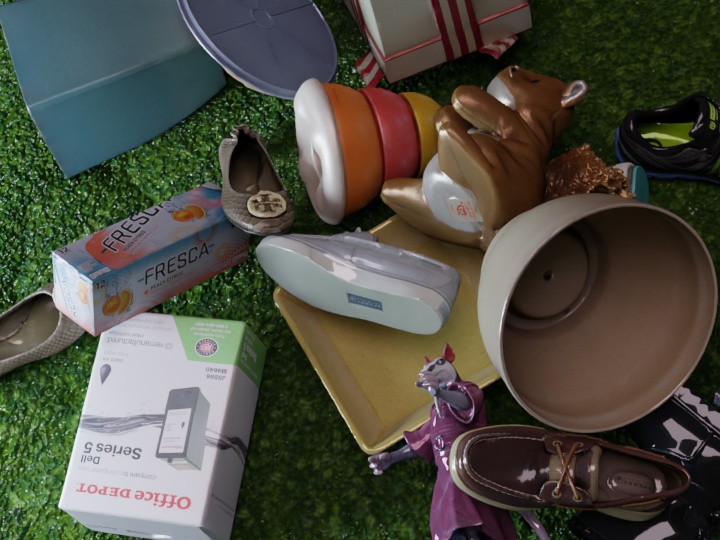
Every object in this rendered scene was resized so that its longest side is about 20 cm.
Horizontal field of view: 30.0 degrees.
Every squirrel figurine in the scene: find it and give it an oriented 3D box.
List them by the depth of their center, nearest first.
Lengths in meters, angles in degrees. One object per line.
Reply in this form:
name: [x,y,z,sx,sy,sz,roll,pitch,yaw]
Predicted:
squirrel figurine: [0.157,-0.099,1.273,0.200,0.142,0.187,41,55,5]

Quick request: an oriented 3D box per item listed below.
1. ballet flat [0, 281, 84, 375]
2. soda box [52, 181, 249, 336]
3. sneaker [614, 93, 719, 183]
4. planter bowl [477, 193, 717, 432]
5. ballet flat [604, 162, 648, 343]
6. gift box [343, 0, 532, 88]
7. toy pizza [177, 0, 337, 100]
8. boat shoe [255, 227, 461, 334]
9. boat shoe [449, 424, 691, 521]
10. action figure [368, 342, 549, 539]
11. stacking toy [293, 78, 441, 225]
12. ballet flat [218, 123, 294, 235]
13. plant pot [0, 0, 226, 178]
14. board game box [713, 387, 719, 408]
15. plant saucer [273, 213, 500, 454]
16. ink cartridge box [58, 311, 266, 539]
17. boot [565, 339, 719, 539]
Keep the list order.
ballet flat: [-0.352,0.065,1.359,0.200,0.046,0.067,-30,65,-3]
soda box: [-0.200,-0.014,1.304,0.064,0.068,0.200,31,42,31]
sneaker: [0.344,-0.125,1.289,0.199,0.083,0.071,2,68,12]
planter bowl: [0.181,0.021,1.149,0.200,0.200,0.135,-37,27,-5]
ballet flat: [0.238,-0.009,1.278,0.069,0.069,0.200,1,63,12]
gift box: [0.061,-0.301,1.362,0.184,0.187,0.200,-19,49,1]
toy pizza: [-0.110,-0.254,1.404,0.032,0.200,0.200,-42,57,38]
boat shoe: [0.000,0.000,1.269,0.201,0.070,0.072,18,51,20]
boat shoe: [0.173,0.161,1.091,0.200,0.072,0.072,14,67,-14]
action figure: [0.095,0.156,1.167,0.149,0.134,0.200,5,64,-21]
stacking toy: [0.041,-0.131,1.346,0.200,0.146,0.146,-10,64,-11]
ballet flat: [-0.106,-0.094,1.335,0.067,0.046,0.200,3,29,-14]
plant pot: [-0.254,-0.220,1.424,0.200,0.141,0.142,-20,64,-4]
board game box: [0.410,0.083,1.187,0.200,0.062,0.200,-42,62,-18]
plant saucer: [0.047,0.054,1.291,0.200,0.048,0.200,-31,64,-3]
ink cartridge box: [-0.184,0.148,1.277,0.145,0.084,0.200,4,68,13]
boot: [0.244,0.175,1.190,0.198,0.073,0.163,36,83,23]
